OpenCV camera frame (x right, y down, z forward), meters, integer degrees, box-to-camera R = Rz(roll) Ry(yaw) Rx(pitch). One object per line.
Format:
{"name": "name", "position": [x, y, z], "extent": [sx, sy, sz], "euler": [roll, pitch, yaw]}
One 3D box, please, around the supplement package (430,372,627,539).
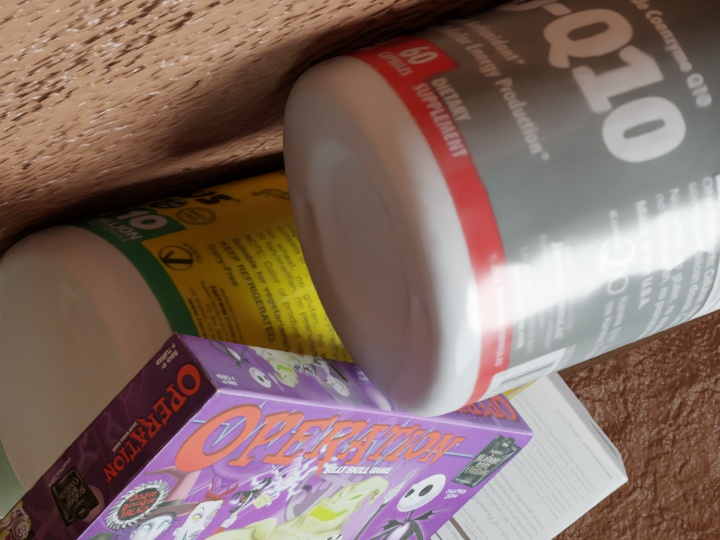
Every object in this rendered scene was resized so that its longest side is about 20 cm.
{"name": "supplement package", "position": [0.032, 0.125, 1.212], "extent": [0.200, 0.110, 0.114], "euler": [-38, 178, 5]}

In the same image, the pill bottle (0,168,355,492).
{"name": "pill bottle", "position": [-0.025, 0.020, 0.805], "extent": [0.200, 0.113, 0.113], "euler": [-16, 171, -37]}

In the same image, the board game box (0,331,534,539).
{"name": "board game box", "position": [-0.034, 0.078, 0.731], "extent": [0.120, 0.032, 0.200], "euler": [-50, 151, 16]}

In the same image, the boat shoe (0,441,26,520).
{"name": "boat shoe", "position": [-0.120, 0.063, 0.918], "extent": [0.199, 0.075, 0.066], "euler": [-15, 176, 16]}

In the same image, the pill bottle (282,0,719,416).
{"name": "pill bottle", "position": [0.087, -0.038, 0.708], "extent": [0.200, 0.114, 0.114], "euler": [-20, 172, -20]}

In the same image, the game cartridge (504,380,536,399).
{"name": "game cartridge", "position": [0.075, 0.015, 1.034], "extent": [0.200, 0.032, 0.176], "euler": [-38, -173, 31]}
